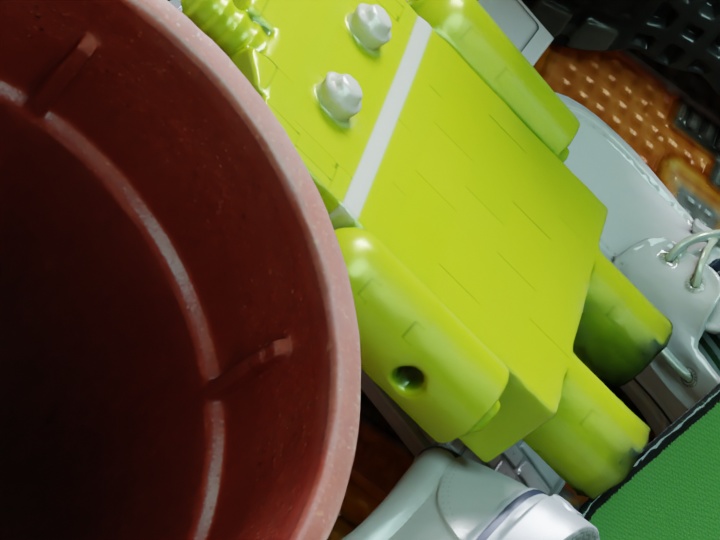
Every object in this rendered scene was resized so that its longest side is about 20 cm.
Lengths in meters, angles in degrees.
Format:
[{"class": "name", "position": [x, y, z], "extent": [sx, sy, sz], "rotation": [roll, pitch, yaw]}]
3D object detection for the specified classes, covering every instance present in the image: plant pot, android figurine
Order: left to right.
[{"class": "plant pot", "position": [-0.134, 0.042, 0.718], "extent": [0.200, 0.195, 0.202], "rotation": [15, 59, -27]}, {"class": "android figurine", "position": [0.019, -0.025, 0.889], "extent": [0.200, 0.041, 0.182], "rotation": [47, 31, -14]}]

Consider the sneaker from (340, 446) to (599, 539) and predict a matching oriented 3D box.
[{"class": "sneaker", "position": [-0.013, 0.131, 0.843], "extent": [0.071, 0.073, 0.200], "rotation": [28, 54, 29]}]

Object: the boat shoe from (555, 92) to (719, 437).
[{"class": "boat shoe", "position": [0.118, 0.014, 0.984], "extent": [0.073, 0.067, 0.200], "rotation": [-34, 87, -40]}]

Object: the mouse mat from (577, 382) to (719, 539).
[{"class": "mouse mat", "position": [0.166, 0.115, 0.940], "extent": [0.161, 0.008, 0.201], "rotation": [-38, 108, -23]}]

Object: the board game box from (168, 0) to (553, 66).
[{"class": "board game box", "position": [-0.028, -0.061, 0.940], "extent": [0.126, 0.035, 0.200], "rotation": [47, 50, -12]}]

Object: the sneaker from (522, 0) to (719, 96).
[{"class": "sneaker", "position": [0.107, -0.116, 1.057], "extent": [0.199, 0.075, 0.080], "rotation": [28, 34, -21]}]

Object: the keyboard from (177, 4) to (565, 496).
[{"class": "keyboard", "position": [0.000, 0.000, 0.906], "extent": [0.200, 0.011, 0.056], "rotation": [53, 48, -12]}]
